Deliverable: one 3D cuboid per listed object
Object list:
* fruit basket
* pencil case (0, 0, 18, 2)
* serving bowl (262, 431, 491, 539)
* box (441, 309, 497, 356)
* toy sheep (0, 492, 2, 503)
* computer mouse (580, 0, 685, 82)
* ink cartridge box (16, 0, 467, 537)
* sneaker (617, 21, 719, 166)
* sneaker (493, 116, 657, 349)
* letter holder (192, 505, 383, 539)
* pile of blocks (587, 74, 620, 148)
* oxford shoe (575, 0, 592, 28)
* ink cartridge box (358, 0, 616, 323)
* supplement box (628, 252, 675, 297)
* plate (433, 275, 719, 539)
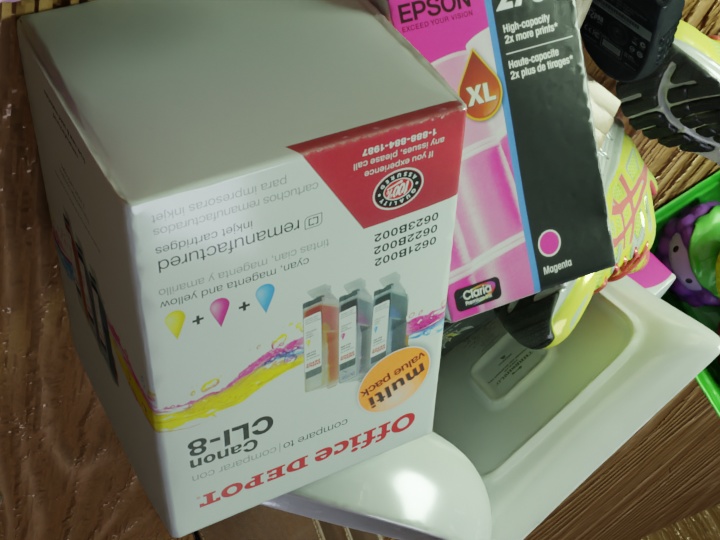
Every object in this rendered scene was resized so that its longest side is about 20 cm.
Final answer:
[{"bbox_3d":[0.325,0.018,1.012,0.155,0.216,0.216,-34,156,15],"label":"fruit basket"},{"bbox_3d":[-0.065,-0.136,0.424,0.200,0.087,0.087,-13,153,-28],"label":"pencil case"},{"bbox_3d":[-0.018,0.105,0.685,0.200,0.066,0.200,13,166,3],"label":"serving bowl"},{"bbox_3d":[-0.022,0.051,0.784,0.200,0.048,0.158,-39,154,27],"label":"box"},{"bbox_3d":[-0.299,0.146,0.705,0.200,0.138,0.138,-30,157,19],"label":"toy sheep"},{"bbox_3d":[0.154,-0.173,0.630,0.034,0.059,0.200,-37,157,-21],"label":"computer mouse"},{"bbox_3d":[-0.054,-0.011,0.551,0.145,0.145,0.200,-19,137,-21],"label":"ink cartridge box"},{"bbox_3d":[0.237,-0.123,0.784,0.200,0.090,0.078,24,161,-39],"label":"sneaker"},{"bbox_3d":[0.147,-0.019,0.755,0.078,0.090,0.200,-25,-152,45],"label":"sneaker"},{"bbox_3d":[-0.062,0.186,0.948,0.142,0.200,0.101,-22,156,-13],"label":"letter holder"},{"bbox_3d":[0.053,-0.094,0.690,0.200,0.082,0.062,1,-172,-32],"label":"pile of blocks"},{"bbox_3d":[0.070,-0.061,0.616,0.073,0.071,0.200,10,105,-21],"label":"oxford shoe"},{"bbox_3d":[0.056,-0.084,0.554,0.095,0.200,0.037,-18,-166,-20],"label":"ink cartridge box"},{"bbox_3d":[0.155,0.046,0.989,0.103,0.101,0.200,-36,163,-27],"label":"supplement box"},{"bbox_3d":[0.104,0.068,0.788,0.200,0.200,0.032,-44,118,1],"label":"plate"}]
